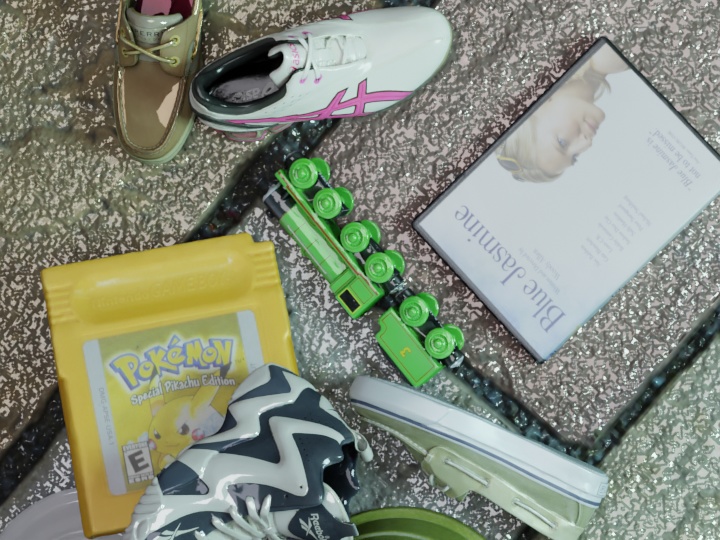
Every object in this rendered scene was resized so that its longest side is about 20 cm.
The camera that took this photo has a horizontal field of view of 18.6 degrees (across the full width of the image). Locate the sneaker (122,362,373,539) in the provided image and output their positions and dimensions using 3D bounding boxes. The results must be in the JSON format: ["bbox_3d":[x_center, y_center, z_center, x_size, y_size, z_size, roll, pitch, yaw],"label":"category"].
[{"bbox_3d":[-0.069,0.171,1.522,0.129,0.080,0.199,28,65,31],"label":"sneaker"}]

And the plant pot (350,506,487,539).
[{"bbox_3d":[0.015,0.271,1.525,0.198,0.190,0.202,0,88,10],"label":"plant pot"}]

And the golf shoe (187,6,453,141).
[{"bbox_3d":[-0.028,-0.144,1.603,0.199,0.092,0.073,-19,83,7],"label":"golf shoe"}]

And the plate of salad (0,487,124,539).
[{"bbox_3d":[-0.188,0.257,1.633,0.198,0.048,0.202,1,96,10],"label":"plate of salad"}]

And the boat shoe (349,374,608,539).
[{"bbox_3d":[0.078,0.135,1.581,0.199,0.072,0.062,24,89,7],"label":"boat shoe"}]

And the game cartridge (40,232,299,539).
[{"bbox_3d":[-0.133,0.081,1.610,0.175,0.032,0.202,-11,81,-7],"label":"game cartridge"}]

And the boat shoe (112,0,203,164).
[{"bbox_3d":[-0.153,-0.181,1.638,0.073,0.066,0.202,5,88,10],"label":"boat shoe"}]

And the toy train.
[{"bbox_3d":[0.000,0.000,1.618,0.056,0.042,0.200,-42,81,16],"label":"toy train"}]

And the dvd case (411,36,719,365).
[{"bbox_3d":[0.154,-0.051,1.603,0.200,0.018,0.143,-44,82,5],"label":"dvd case"}]
